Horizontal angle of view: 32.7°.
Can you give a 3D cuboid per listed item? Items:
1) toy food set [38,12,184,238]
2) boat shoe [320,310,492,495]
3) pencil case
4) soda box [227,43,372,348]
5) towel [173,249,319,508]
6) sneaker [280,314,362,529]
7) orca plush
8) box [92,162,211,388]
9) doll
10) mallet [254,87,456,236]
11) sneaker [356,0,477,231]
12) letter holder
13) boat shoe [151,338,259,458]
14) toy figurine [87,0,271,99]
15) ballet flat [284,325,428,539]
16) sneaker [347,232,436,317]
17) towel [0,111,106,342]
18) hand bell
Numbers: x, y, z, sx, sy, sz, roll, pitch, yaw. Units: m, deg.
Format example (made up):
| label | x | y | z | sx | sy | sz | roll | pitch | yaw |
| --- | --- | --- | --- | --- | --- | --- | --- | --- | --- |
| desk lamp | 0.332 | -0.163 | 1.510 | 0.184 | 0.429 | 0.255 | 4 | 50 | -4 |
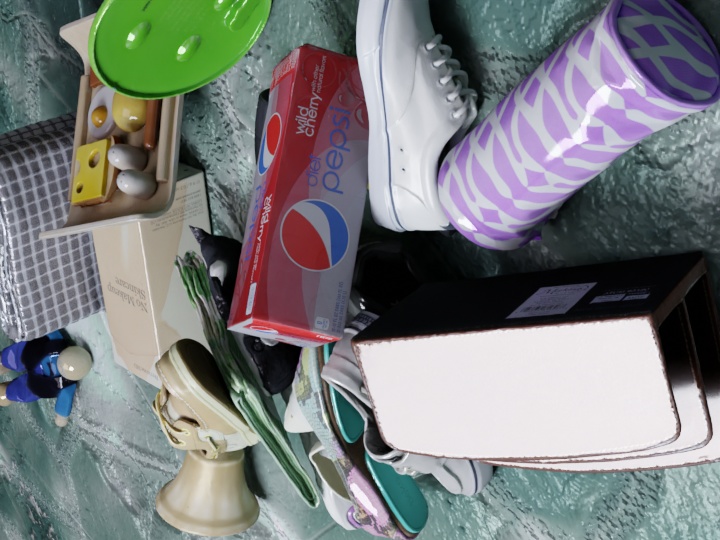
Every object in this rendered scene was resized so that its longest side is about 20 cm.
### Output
| label | x | y | z | sx | sy | sz | roll | pitch | yaw |
| --- | --- | --- | --- | --- | --- | --- | --- | --- | --- |
| toy food set | -0.223 | -0.129 | 1.060 | 0.143 | 0.060 | 0.200 | -8 | 73 | 40 |
| boat shoe | 0.033 | 0.115 | 0.892 | 0.072 | 0.066 | 0.200 | 25 | 156 | 41 |
| pencil case | 0.125 | -0.080 | 0.723 | 0.085 | 0.084 | 0.200 | 31 | 146 | -12 |
| soda box | -0.036 | -0.051 | 0.854 | 0.063 | 0.070 | 0.200 | 156 | 125 | -67 |
| towel | -0.094 | 0.085 | 1.024 | 0.153 | 0.023 | 0.200 | 63 | 177 | -40 |
| sneaker | -0.022 | 0.115 | 1.028 | 0.100 | 0.075 | 0.200 | 0 | 101 | 58 |
| orca plush | -0.077 | 0.017 | 1.005 | 0.105 | 0.071 | 0.200 | 61 | 179 | -29 |
| box | -0.191 | 0.000 | 1.154 | 0.095 | 0.078 | 0.200 | 20 | 124 | 44 |
| doll | -0.380 | 0.123 | 1.477 | 0.200 | 0.048 | 0.137 | -16 | 87 | 47 |
| mallet | -0.008 | -0.068 | 0.931 | 0.200 | 0.041 | 0.066 | 37 | 134 | 27 |
| sneaker | 0.044 | -0.121 | 0.821 | 0.071 | 0.073 | 0.200 | 7 | 118 | 23 |
| letter holder | 0.118 | 0.081 | 0.760 | 0.200 | 0.101 | 0.142 | -7 | 106 | 35 |
| boat shoe | -0.128 | 0.113 | 0.978 | 0.074 | 0.066 | 0.200 | 59 | 178 | 24 |
| toy figurine | -0.160 | -0.268 | 0.948 | 0.200 | 0.150 | 0.184 | -47 | 61 | 28 |
| ballet flat | -0.014 | 0.127 | 0.939 | 0.071 | 0.069 | 0.200 | -13 | 114 | 31 |
| sneaker | 0.000 | 0.000 | 0.911 | 0.200 | 0.066 | 0.091 | 34 | 159 | 30 |
| towel | -0.283 | -0.042 | 1.173 | 0.086 | 0.166 | 0.200 | 14 | 120 | 40 |
| hand bell | -0.135 | 0.142 | 1.177 | 0.104 | 0.104 | 0.200 | 28 | 118 | 39 |
